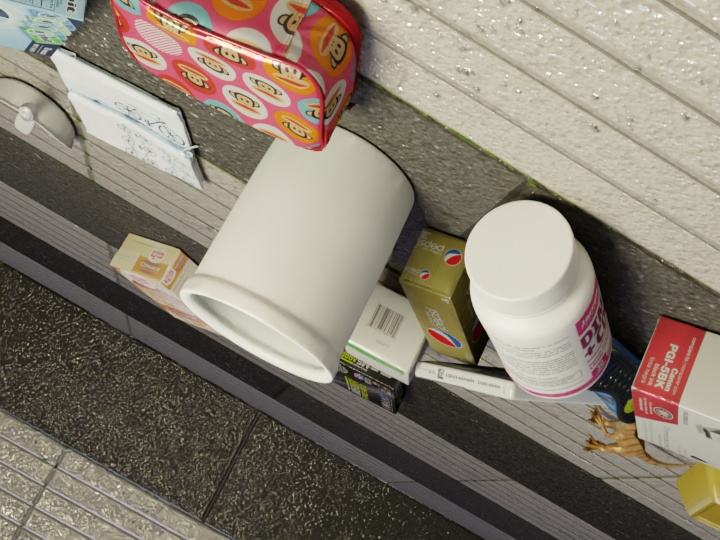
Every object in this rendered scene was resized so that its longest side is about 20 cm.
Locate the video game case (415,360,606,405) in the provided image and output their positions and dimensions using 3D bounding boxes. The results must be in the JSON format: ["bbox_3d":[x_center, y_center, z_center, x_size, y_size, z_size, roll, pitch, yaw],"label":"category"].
[{"bbox_3d":[0.194,0.134,1.085,0.196,0.024,0.181,8,178,-32],"label":"video game case"}]

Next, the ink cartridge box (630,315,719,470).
[{"bbox_3d":[0.369,0.138,0.866,0.197,0.084,0.147,20,160,29],"label":"ink cartridge box"}]

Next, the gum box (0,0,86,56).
[{"bbox_3d":[-0.369,-0.257,0.843,0.196,0.046,0.169,8,176,-29],"label":"gum box"}]

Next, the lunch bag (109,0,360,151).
[{"bbox_3d":[-0.098,-0.174,0.729,0.197,0.083,0.177,27,163,5],"label":"lunch bag"}]

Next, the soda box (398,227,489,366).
[{"bbox_3d":[0.102,0.035,1.020,0.063,0.069,0.201,19,161,24],"label":"soda box"}]

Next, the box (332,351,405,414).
[{"bbox_3d":[0.002,0.186,1.645,0.158,0.045,0.201,25,162,12],"label":"box"}]

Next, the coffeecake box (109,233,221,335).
[{"bbox_3d":[-0.344,0.027,1.697,0.151,0.074,0.200,16,158,39],"label":"coffeecake box"}]

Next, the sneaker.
[{"bbox_3d":[0.269,0.104,0.990,0.199,0.066,0.079,35,-165,-45],"label":"sneaker"}]

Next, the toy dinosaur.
[{"bbox_3d":[0.348,0.225,1.181,0.105,0.061,0.200,12,156,40],"label":"toy dinosaur"}]

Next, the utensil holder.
[{"bbox_3d":[-0.056,-0.021,0.893,0.167,0.203,0.170,25,164,8],"label":"utensil holder"}]

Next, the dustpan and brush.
[{"bbox_3d":[-0.438,-0.209,1.205,0.138,0.058,0.199,35,162,-19],"label":"dustpan and brush"}]

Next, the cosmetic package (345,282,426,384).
[{"bbox_3d":[0.036,0.083,1.188,0.106,0.086,0.200,26,170,9],"label":"cosmetic package"}]

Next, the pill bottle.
[{"bbox_3d":[0.164,0.030,0.835,0.112,0.115,0.201,18,160,30],"label":"pill bottle"}]

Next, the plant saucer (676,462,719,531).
[{"bbox_3d":[0.526,0.328,1.210,0.197,0.049,0.201,25,162,16],"label":"plant saucer"}]

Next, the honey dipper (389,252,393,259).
[{"bbox_3d":[0.000,0.000,1.142,0.038,0.038,0.200,31,161,-10],"label":"honey dipper"}]

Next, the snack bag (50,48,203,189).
[{"bbox_3d":[-0.279,-0.181,1.102,0.186,0.022,0.200,28,163,6],"label":"snack bag"}]
